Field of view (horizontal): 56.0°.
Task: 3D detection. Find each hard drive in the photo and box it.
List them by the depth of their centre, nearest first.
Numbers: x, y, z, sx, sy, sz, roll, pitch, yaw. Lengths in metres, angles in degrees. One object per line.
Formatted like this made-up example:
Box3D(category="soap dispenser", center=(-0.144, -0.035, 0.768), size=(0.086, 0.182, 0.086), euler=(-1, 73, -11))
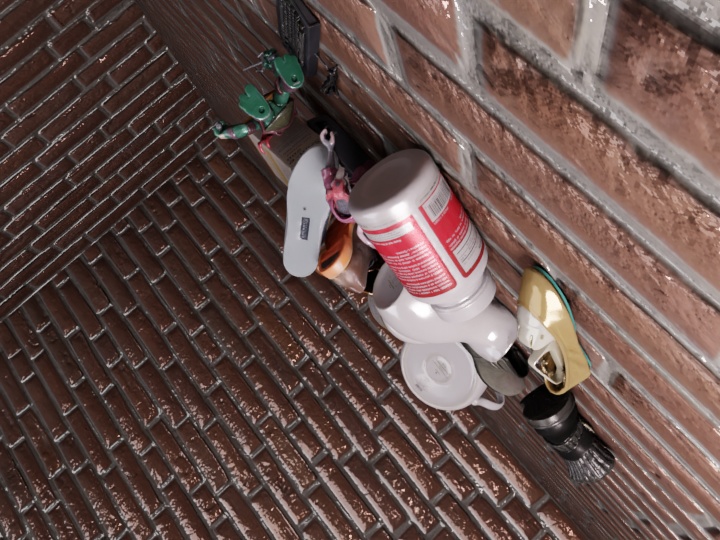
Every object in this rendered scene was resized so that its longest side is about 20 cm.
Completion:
Box3D(category="hard drive", center=(-0.006, -0.159, 1.104), size=(0.200, 0.042, 0.135), euler=(50, 176, 11))

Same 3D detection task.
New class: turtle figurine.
Box3D(category="turtle figurine", center=(-0.138, -0.244, 0.978), size=(0.100, 0.151, 0.200), euler=(29, 175, -15))

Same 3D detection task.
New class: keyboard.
Box3D(category="keyboard", center=(-0.067, -0.278, 0.849), size=(0.127, 0.021, 0.200), euler=(50, 177, -3))

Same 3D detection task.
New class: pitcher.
Box3D(category="pitcher", center=(0.111, 0.038, 0.985), size=(0.199, 0.122, 0.172), euler=(23, -162, -29))

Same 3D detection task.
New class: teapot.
Box3D(category="teapot", center=(0.186, 0.175, 1.359), size=(0.146, 0.195, 0.202), euler=(-26, -64, -58))

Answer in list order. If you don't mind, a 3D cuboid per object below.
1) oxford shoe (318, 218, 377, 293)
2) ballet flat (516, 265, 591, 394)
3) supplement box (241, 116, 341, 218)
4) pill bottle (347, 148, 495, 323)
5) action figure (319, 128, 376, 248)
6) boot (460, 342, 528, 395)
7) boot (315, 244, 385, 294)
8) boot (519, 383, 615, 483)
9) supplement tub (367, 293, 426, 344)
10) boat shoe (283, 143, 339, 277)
Box3D(category="oxford shoe", center=(-0.012, -0.038, 1.034), size=(0.073, 0.071, 0.201), euler=(40, -146, -20))
Box3D(category="ballet flat", center=(0.212, 0.078, 0.762), size=(0.200, 0.063, 0.069), euler=(53, 174, -39))
Box3D(category="supplement box", center=(-0.100, -0.181, 1.100), size=(0.200, 0.073, 0.126), euler=(45, 172, 45))
Box3D(category="pill bottle", center=(0.081, -0.034, 0.806), size=(0.201, 0.112, 0.112), euler=(52, 175, -29))
Box3D(category="action figure", center=(-0.005, -0.093, 0.899), size=(0.133, 0.150, 0.200), euler=(30, -162, 19))
Box3D(category="boot", center=(0.249, 0.165, 1.182), size=(0.200, 0.068, 0.130), euler=(50, 170, -22))
Box3D(category="boot", center=(0.000, 0.000, 1.108), size=(0.156, 0.198, 0.077), euler=(-65, -33, -62))
Box3D(category="boot", center=(0.324, 0.258, 1.038), size=(0.159, 0.079, 0.211), euler=(56, -173, 8))
Box3D(category="supplement tub", center=(0.091, 0.050, 1.239), size=(0.145, 0.144, 0.200), euler=(50, 176, -7))
Box3D(category="boat shoe", center=(-0.075, -0.098, 0.992), size=(0.070, 0.202, 0.091), euler=(12, -154, -6))
